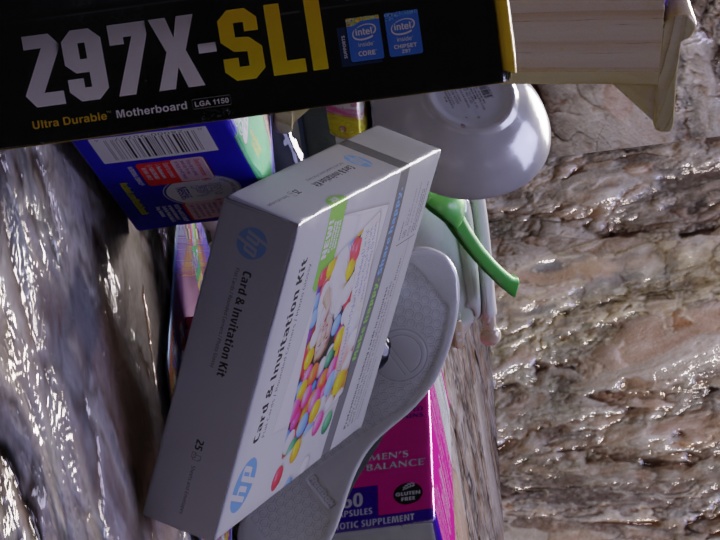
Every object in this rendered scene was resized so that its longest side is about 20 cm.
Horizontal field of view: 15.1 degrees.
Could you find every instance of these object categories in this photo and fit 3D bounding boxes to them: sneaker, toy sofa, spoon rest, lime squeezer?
[{"bbox_3d":[-0.012,0.064,1.482,0.200,0.071,0.099,-62,-167,13],"label":"sneaker"},{"bbox_3d":[0.052,-0.125,1.272,0.083,0.200,0.098,-94,-176,-57],"label":"toy sofa"},{"bbox_3d":[0.040,-0.123,1.547,0.061,0.099,0.200,107,-36,-59],"label":"spoon rest"},{"bbox_3d":[0.016,-0.022,1.522,0.038,0.200,0.071,53,-51,38],"label":"lime squeezer"}]

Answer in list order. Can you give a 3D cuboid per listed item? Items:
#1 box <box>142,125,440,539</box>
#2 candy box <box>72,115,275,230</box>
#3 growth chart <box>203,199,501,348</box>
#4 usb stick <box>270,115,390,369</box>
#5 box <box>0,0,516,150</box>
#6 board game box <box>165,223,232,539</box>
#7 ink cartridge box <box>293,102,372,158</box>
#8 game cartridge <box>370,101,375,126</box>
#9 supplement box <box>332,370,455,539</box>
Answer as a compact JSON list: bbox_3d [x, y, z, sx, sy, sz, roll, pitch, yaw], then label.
[{"bbox_3d":[-0.029,0.024,1.273,0.200,0.041,0.156,-29,137,-67],"label":"box"},{"bbox_3d":[-0.088,-0.136,1.215,0.169,0.077,0.200,66,17,-76],"label":"candy box"},{"bbox_3d":[0.000,0.000,1.546,0.018,0.200,0.145,26,-55,51],"label":"growth chart"},{"bbox_3d":[-0.045,-0.030,1.388,0.033,0.055,0.200,-93,159,-77],"label":"usb stick"},{"bbox_3d":[-0.052,-0.136,0.974,0.049,0.200,0.160,-84,166,-72],"label":"box"},{"bbox_3d":[-0.063,0.057,1.399,0.200,0.039,0.158,-90,171,-48],"label":"board game box"},{"bbox_3d":[-0.038,-0.104,1.623,0.145,0.087,0.200,-58,143,-82],"label":"ink cartridge box"},{"bbox_3d":[0.028,-0.080,1.674,0.200,0.038,0.130,76,12,-67],"label":"game cartridge"},{"bbox_3d":[0.002,0.120,1.658,0.200,0.101,0.103,-91,171,-50],"label":"supplement box"}]
